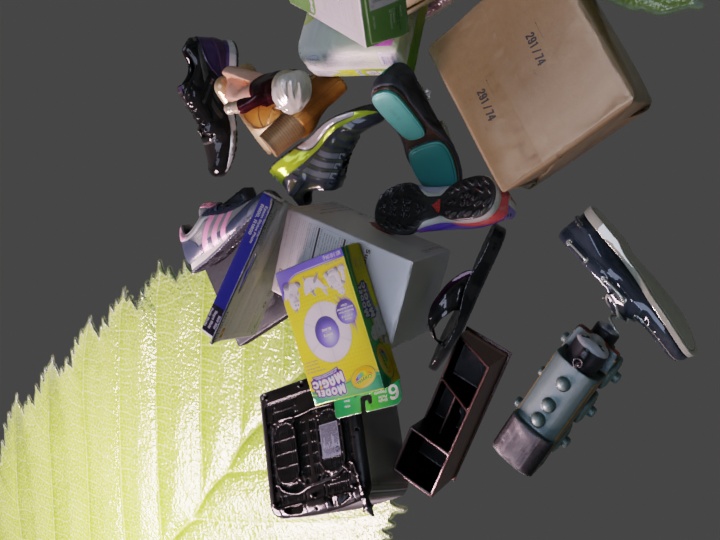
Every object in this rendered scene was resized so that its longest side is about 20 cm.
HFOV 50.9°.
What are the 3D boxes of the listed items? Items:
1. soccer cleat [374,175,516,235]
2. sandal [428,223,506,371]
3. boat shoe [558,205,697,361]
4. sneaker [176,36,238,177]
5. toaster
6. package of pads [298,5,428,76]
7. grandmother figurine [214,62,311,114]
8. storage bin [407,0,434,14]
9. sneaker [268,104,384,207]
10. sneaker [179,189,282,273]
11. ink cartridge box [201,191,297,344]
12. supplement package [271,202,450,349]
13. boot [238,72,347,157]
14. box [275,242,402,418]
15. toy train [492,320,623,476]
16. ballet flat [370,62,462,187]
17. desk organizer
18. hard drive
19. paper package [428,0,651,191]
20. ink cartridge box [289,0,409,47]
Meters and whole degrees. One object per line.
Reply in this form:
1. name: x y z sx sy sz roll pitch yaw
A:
1. soccer cleat: 0.103 -0.075 0.959 0.196 0.072 0.070 -4 74 42
2. sandal: 0.124 0.029 0.966 0.047 0.075 0.205 24 101 3
3. boat shoe: 0.300 0.021 0.858 0.062 0.074 0.202 -41 74 26
4. sneaker: -0.236 -0.244 1.134 0.075 0.086 0.207 6 97 58
5. toaster: -0.038 0.247 1.048 0.178 0.117 0.206 -23 66 32
6. package of pads: 0.010 -0.348 0.956 0.151 0.068 0.206 6 76 29
7. grandmother figurine: -0.127 -0.239 0.989 0.198 0.121 0.061 19 149 53
8. storage bin: 0.079 -0.434 0.867 0.196 0.094 0.202 -28 80 -7
9. sneaker: -0.036 -0.160 1.053 0.198 0.074 0.082 -31 94 34
10. sneaker: -0.200 -0.077 1.115 0.198 0.070 0.083 -34 82 28
11. ink cartridge box: -0.146 -0.004 1.023 0.040 0.200 0.204 25 92 8
12. supplement package: 0.000 0.000 1.011 0.196 0.120 0.123 24 109 26
13. boot: -0.093 -0.234 1.068 0.143 0.071 0.201 -42 29 -3
14. box: -0.026 0.082 0.943 0.115 0.048 0.205 -19 90 33
15. toy train: 0.234 0.151 0.891 0.085 0.113 0.203 38 114 20
16. ballet flat: 0.079 -0.176 0.940 0.072 0.201 0.074 -21 43 22
17. desk organizer: 0.117 0.185 0.988 0.071 0.076 0.205 29 110 24
18. hard drive: -0.178 -0.005 1.171 0.138 0.033 0.204 -31 80 30
19. paper package: 0.202 -0.224 0.871 0.189 0.103 0.204 -34 79 31
20. ink cartridge box: -0.024 -0.337 0.852 0.200 0.058 0.106 45 153 47
